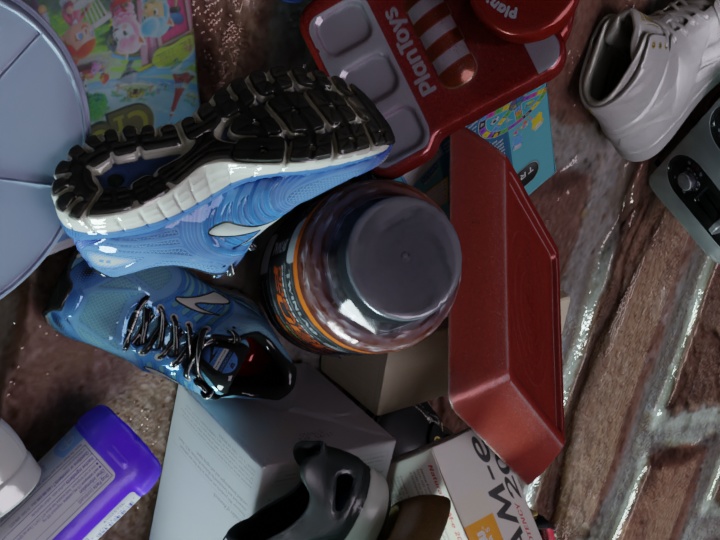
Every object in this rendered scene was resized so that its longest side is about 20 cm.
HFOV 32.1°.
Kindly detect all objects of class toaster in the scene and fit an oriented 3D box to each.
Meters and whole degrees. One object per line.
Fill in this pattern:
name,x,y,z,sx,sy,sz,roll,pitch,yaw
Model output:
toaster,0.382,-0.114,1.109,0.198,0.120,0.181,-26,165,-25

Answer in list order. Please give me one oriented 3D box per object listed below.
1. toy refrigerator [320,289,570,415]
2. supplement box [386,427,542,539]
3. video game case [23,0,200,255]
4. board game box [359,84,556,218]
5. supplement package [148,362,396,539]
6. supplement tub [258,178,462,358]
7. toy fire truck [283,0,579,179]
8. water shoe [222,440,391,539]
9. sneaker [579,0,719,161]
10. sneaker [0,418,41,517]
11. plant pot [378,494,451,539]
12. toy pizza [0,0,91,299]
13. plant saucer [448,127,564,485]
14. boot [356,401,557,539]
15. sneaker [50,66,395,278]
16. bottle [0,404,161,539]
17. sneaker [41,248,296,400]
toy refrigerator,0.069,0.051,0.998,0.198,0.076,0.071,-13,123,-39
supplement box,0.038,0.205,0.947,0.073,0.199,0.128,-17,81,-43
video game case,-0.180,-0.094,0.712,0.198,0.022,0.185,-24,129,-31
board game box,0.067,-0.100,0.897,0.151,0.047,0.201,-40,146,-16
supplement package,-0.073,0.188,0.913,0.120,0.119,0.203,-4,117,-39
supplement tub,0.000,0.000,0.800,0.105,0.200,0.109,1,85,-14
toy fire truck,0.034,-0.179,0.759,0.166,0.202,0.112,-28,177,6
water shoe,-0.063,0.198,0.810,0.078,0.072,0.201,34,93,-17
sneaker,0.257,-0.196,1.023,0.201,0.073,0.115,-56,141,2
sneaker,-0.293,0.148,0.736,0.199,0.073,0.085,-38,112,-17
plant pot,-0.009,0.223,0.809,0.201,0.027,0.200,-55,179,-2
toy pizza,-0.233,-0.058,0.647,0.198,0.032,0.203,-22,129,-30
plant saucer,0.108,0.027,0.878,0.200,0.036,0.203,46,41,-57
boot,0.081,0.180,1.031,0.073,0.150,0.201,-42,137,-14
sneaker,-0.074,-0.051,0.720,0.197,0.079,0.090,-18,145,-12
bottle,-0.217,0.175,0.800,0.200,0.083,0.065,-44,95,-12
sneaker,-0.111,0.037,0.807,0.199,0.090,0.079,21,100,-47
